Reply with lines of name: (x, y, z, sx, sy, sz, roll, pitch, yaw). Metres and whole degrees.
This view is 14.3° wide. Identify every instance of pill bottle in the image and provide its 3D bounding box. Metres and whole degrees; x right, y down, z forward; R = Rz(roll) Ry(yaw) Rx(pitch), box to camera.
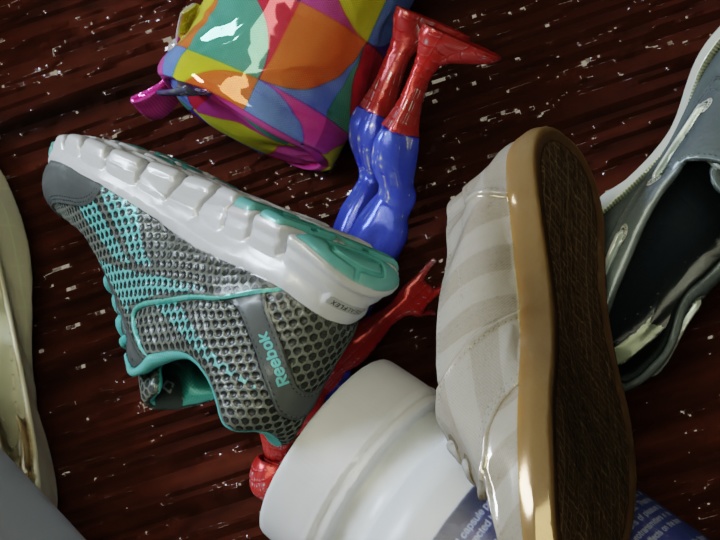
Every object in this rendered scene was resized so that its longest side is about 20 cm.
pill bottle: (0.065, 0.121, 1.057, 0.200, 0.111, 0.111, 35, 88, 17)

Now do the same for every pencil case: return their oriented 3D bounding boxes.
pencil case: (-0.012, -0.138, 1.144, 0.088, 0.088, 0.200, 26, 84, 17)

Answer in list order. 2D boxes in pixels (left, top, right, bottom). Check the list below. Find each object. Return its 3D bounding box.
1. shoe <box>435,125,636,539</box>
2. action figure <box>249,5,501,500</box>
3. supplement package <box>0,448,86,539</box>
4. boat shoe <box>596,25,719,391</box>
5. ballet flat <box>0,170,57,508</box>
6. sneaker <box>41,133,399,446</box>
shoe: (0.059, 0.039, 1.023, 0.053, 0.070, 0.200, -21, 48, 26)
action figure: (0.000, 0.000, 1.119, 0.052, 0.065, 0.200, 20, 100, -25)
supplement package: (-0.125, 0.168, 1.039, 0.111, 0.156, 0.200, -42, 94, 3)
boat shoe: (0.143, -0.034, 1.082, 0.073, 0.062, 0.200, 39, 97, -26)
ballet flat: (-0.164, 0.020, 1.155, 0.069, 0.069, 0.200, -20, 75, 9)
sneaker: (-0.072, 0.006, 1.099, 0.200, 0.078, 0.091, 26, 94, 53)
